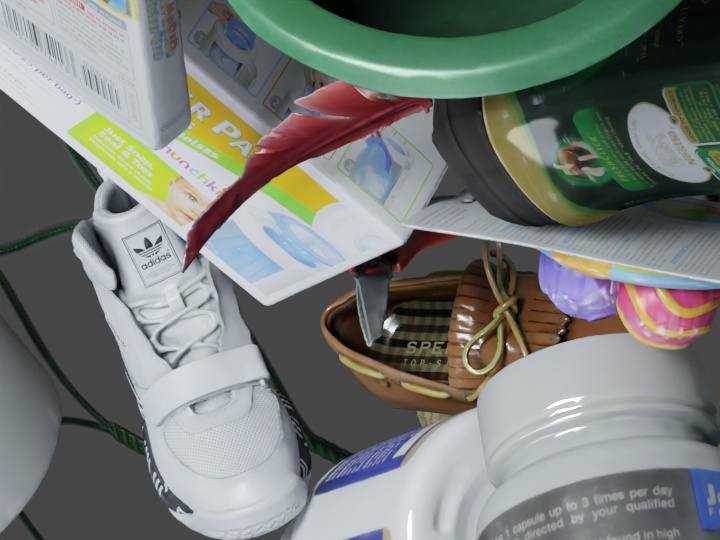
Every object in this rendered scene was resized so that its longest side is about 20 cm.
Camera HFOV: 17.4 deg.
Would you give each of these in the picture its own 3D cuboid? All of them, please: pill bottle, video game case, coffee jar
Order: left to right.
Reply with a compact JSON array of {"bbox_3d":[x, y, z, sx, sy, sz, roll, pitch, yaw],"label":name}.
[{"bbox_3d":[-0.140,-0.151,0.791,0.200,0.023,0.182,36,153,24],"label":"video game case"},{"bbox_3d":[0.034,0.132,1.065,0.120,0.120,0.200,36,158,-12],"label":"pill bottle"},{"bbox_3d":[0.106,0.134,0.904,0.113,0.201,0.114,-7,154,-3],"label":"pill bottle"},{"bbox_3d":[0.121,-0.072,0.818,0.199,0.105,0.085,-5,135,45],"label":"coffee jar"}]

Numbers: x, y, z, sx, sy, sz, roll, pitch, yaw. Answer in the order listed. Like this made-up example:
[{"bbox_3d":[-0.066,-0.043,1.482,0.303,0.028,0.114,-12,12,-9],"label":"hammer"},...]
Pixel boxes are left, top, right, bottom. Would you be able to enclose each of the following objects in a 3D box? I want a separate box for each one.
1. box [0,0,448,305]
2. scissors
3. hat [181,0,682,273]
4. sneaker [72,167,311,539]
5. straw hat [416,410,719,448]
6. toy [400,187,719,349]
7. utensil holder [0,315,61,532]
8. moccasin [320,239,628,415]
[{"bbox_3d":[-0.062,-0.095,0.940,0.200,0.102,0.112,39,148,-17],"label":"box"},{"bbox_3d":[0.000,0.000,0.971,0.073,0.200,0.014,0,109,16],"label":"scissors"},{"bbox_3d":[0.039,-0.078,0.823,0.199,0.166,0.176,22,152,27],"label":"hat"},{"bbox_3d":[-0.085,0.032,1.108,0.200,0.075,0.115,-118,7,-50],"label":"sneaker"},{"bbox_3d":[0.102,0.135,1.168,0.200,0.085,0.201,21,149,14],"label":"straw hat"},{"bbox_3d":[0.126,0.003,0.903,0.199,0.115,0.047,7,104,20],"label":"toy"},{"bbox_3d":[-0.280,0.050,1.288,0.169,0.170,0.200,3,144,37],"label":"utensil holder"},{"bbox_3d":[0.062,0.026,1.052,0.078,0.074,0.201,30,164,-38],"label":"moccasin"}]
